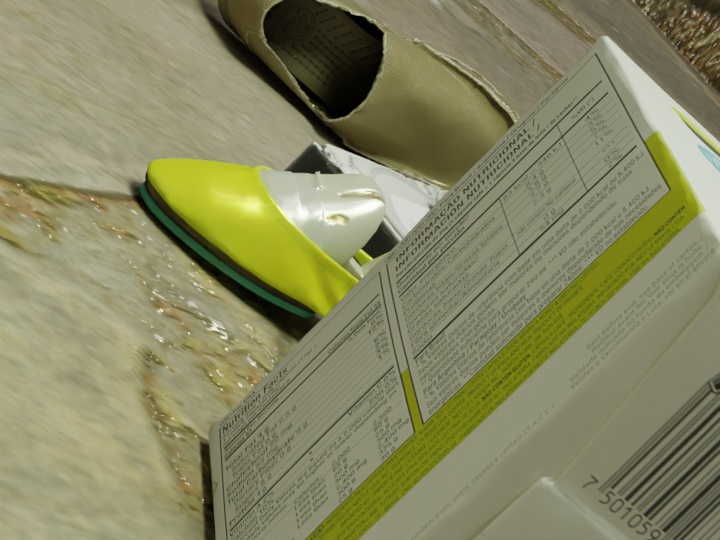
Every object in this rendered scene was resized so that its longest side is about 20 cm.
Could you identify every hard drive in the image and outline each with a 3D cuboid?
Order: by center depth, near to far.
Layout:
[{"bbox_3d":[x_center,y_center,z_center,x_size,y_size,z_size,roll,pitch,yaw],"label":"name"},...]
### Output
[{"bbox_3d":[0.050,0.011,1.328,0.140,0.038,0.200,51,13,24],"label":"hard drive"}]

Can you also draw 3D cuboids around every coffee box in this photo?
[{"bbox_3d":[0.091,0.083,0.865,0.200,0.200,0.198,41,13,-19],"label":"coffee box"}]

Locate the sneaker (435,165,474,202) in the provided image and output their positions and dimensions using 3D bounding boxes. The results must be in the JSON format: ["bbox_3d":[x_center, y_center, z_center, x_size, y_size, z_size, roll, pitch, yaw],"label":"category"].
[{"bbox_3d":[0.088,-0.045,1.376,0.112,0.071,0.200,43,14,-27],"label":"sneaker"}]

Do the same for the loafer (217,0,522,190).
[{"bbox_3d":[0.008,-0.097,1.466,0.200,0.076,0.067,31,17,-15],"label":"loafer"}]

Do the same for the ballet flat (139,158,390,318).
[{"bbox_3d":[0.000,0.000,1.138,0.200,0.067,0.067,40,15,-21],"label":"ballet flat"}]
